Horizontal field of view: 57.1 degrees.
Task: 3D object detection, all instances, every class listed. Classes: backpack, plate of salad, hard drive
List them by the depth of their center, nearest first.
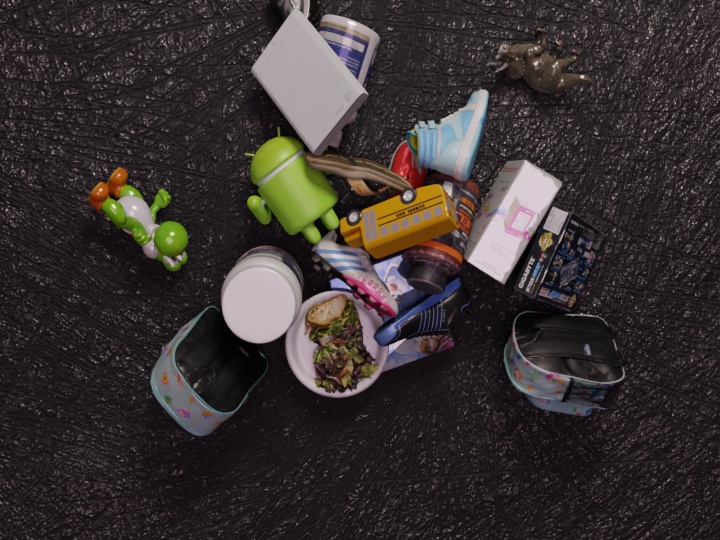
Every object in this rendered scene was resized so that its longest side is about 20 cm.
[{"bbox_3d":[-0.089,-0.312,1.098,0.132,0.026,0.202,-45,70,23],"label":"hard drive"},{"bbox_3d":[-0.281,0.188,1.178,0.152,0.201,0.177,-36,103,19],"label":"backpack"},{"bbox_3d":[-0.043,0.140,1.223,0.194,0.048,0.206,0,100,-1],"label":"plate of salad"},{"bbox_3d":[0.365,0.167,1.230,0.194,0.180,0.153,11,129,-5],"label":"backpack"}]

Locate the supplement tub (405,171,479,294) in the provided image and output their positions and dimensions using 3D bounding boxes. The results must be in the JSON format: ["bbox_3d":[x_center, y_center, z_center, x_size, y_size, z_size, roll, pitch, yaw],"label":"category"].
[{"bbox_3d":[0.141,-0.064,1.182,0.104,0.107,0.205,19,76,-7],"label":"supplement tub"}]

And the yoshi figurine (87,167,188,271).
[{"bbox_3d":[-0.377,-0.090,1.174,0.112,0.112,0.200,-44,103,-3],"label":"yoshi figurine"}]

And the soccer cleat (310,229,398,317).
[{"bbox_3d":[0.000,0.000,1.190,0.198,0.070,0.087,36,73,12],"label":"soccer cleat"}]

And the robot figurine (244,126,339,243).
[{"bbox_3d":[-0.117,-0.147,1.175,0.174,0.116,0.202,-37,100,-4],"label":"robot figurine"}]

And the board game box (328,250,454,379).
[{"bbox_3d":[0.060,0.078,1.262,0.194,0.043,0.205,-19,99,0],"label":"board game box"}]

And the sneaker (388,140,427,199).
[{"bbox_3d":[0.084,-0.133,1.208,0.075,0.085,0.206,8,99,-6],"label":"sneaker"}]

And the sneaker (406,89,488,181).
[{"bbox_3d":[0.153,-0.256,1.173,0.127,0.080,0.203,14,55,13],"label":"sneaker"}]

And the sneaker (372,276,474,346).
[{"bbox_3d":[0.119,0.094,1.206,0.197,0.070,0.079,-32,95,-9],"label":"sneaker"}]

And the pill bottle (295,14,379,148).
[{"bbox_3d":[-0.046,-0.325,1.153,0.108,0.111,0.205,18,97,-7],"label":"pill bottle"}]

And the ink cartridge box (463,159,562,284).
[{"bbox_3d":[0.263,-0.093,1.196,0.083,0.145,0.203,30,96,-5],"label":"ink cartridge box"}]

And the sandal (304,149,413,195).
[{"bbox_3d":[-0.005,-0.160,1.142,0.195,0.081,0.055,11,113,-15],"label":"sandal"}]

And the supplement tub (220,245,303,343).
[{"bbox_3d":[-0.170,0.039,1.160,0.136,0.200,0.145,-1,100,-4],"label":"supplement tub"}]

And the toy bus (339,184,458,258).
[{"bbox_3d":[0.063,-0.080,1.129,0.196,0.065,0.080,-20,64,21],"label":"toy bus"}]

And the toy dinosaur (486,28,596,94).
[{"bbox_3d":[0.331,-0.370,1.203,0.196,0.077,0.104,27,109,-13],"label":"toy dinosaur"}]

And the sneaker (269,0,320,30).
[{"bbox_3d":[-0.119,-0.454,1.159,0.085,0.076,0.206,8,99,15],"label":"sneaker"}]

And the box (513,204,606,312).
[{"bbox_3d":[0.368,-0.017,1.205,0.198,0.046,0.162,14,101,-52],"label":"box"}]
